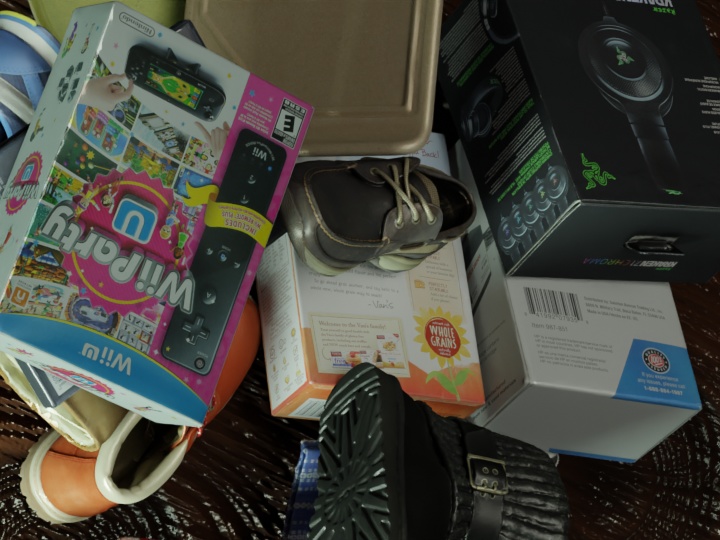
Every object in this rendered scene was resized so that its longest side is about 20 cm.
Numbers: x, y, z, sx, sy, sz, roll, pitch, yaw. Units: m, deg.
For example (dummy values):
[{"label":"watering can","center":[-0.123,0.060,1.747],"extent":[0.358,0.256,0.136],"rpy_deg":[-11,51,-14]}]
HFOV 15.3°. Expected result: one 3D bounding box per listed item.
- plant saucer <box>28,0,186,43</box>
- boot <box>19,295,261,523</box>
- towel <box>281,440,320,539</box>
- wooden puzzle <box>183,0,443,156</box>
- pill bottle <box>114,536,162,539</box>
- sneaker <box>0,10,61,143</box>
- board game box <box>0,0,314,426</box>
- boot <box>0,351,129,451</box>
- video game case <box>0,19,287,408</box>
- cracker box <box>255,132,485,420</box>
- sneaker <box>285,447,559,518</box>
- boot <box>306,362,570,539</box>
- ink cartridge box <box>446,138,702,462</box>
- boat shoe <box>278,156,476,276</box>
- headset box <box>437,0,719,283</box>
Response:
[{"label":"plant saucer","center":[-0.135,-0.193,1.741],"extent":[0.199,0.031,0.201],"rpy_deg":[5,81,-31]},{"label":"boot","center":[-0.115,0.081,1.678],"extent":[0.075,0.107,0.200],"rpy_deg":[50,60,-14]},{"label":"towel","center":[0.010,0.207,1.732],"extent":[0.144,0.024,0.201],"rpy_deg":[4,107,-23]},{"label":"wooden puzzle","center":[-0.028,-0.164,1.695],"extent":[0.037,0.184,0.201],"rpy_deg":[31,63,-59]},{"label":"pill bottle","center":[-0.105,0.222,1.637],"extent":[0.199,0.112,0.113],"rpy_deg":[7,79,-8]},{"label":"sneaker","center":[-0.186,-0.062,1.673],"extent":[0.082,0.074,0.200],"rpy_deg":[-43,100,-26]},{"label":"board game box","center":[-0.127,-0.031,1.533],"extent":[0.147,0.064,0.201],"rpy_deg":[26,77,-29]},{"label":"boot","center":[-0.157,-0.023,1.605],"extent":[0.175,0.066,0.200],"rpy_deg":[44,67,-12]},{"label":"video game case","center":[-0.142,-0.035,1.570],"extent":[0.200,0.019,0.143],"rpy_deg":[-38,108,-28]},{"label":"cracker box","center":[0.000,0.000,1.752],"extent":[0.133,0.058,0.201],"rpy_deg":[8,61,-30]},{"label":"sneaker","center":[0.027,0.108,1.793],"extent":[0.199,0.075,0.116],"rpy_deg":[-11,72,-26]},{"label":"boot","center":[0.051,0.166,1.627],"extent":[0.157,0.079,0.212],"rpy_deg":[31,45,-27]},{"label":"ink cartridge box","center":[0.130,0.017,1.808],"extent":[0.144,0.084,0.201],"rpy_deg":[9,54,-31]},{"label":"boat shoe","center":[0.012,-0.043,1.648],"extent":[0.200,0.073,0.075],"rpy_deg":[-4,70,-67]},{"label":"headset box","center":[0.162,-0.088,1.781],"extent":[0.173,0.093,0.201],"rpy_deg":[3,56,-33]}]
